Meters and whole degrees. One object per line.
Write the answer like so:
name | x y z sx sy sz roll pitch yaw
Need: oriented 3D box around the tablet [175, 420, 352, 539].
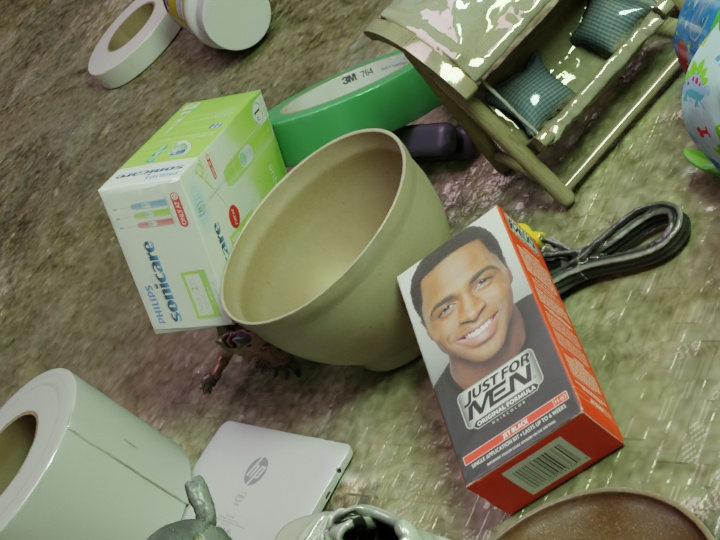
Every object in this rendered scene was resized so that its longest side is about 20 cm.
tablet | -0.096 0.192 1.133 0.200 0.014 0.130 2 55 52

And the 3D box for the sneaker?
sneaker | -0.005 0.196 0.946 0.200 0.081 0.075 -6 51 51

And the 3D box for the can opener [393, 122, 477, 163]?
can opener | 0.033 -0.105 1.299 0.200 0.053 0.067 3 89 53

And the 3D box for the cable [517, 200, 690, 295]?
cable | 0.150 -0.007 1.013 0.200 0.050 0.097 -14 44 46

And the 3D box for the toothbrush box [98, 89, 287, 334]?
toothbrush box | -0.138 -0.057 1.213 0.086 0.146 0.200 -7 26 23

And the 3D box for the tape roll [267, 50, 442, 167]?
tape roll | -0.003 -0.166 1.322 0.200 0.048 0.200 -21 16 6

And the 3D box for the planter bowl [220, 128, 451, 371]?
planter bowl | 0.000 0.000 1.115 0.200 0.135 0.200 -32 34 25

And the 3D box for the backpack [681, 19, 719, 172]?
backpack | 0.310 -0.119 0.810 0.200 0.183 0.147 -48 28 9

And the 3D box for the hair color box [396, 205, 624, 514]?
hair color box | 0.102 0.060 0.949 0.101 0.061 0.200 -37 43 19

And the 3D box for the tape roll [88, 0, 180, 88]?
tape roll | -0.352 -0.377 2.114 0.203 0.037 0.203 -33 33 25

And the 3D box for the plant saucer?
plant saucer | 0.128 0.219 0.775 0.200 0.037 0.201 -29 30 19

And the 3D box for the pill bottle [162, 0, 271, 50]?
pill bottle | -0.197 -0.368 1.826 0.114 0.114 0.200 -47 30 1

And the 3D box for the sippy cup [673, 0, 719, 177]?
sippy cup | 0.291 -0.162 0.949 0.178 0.140 0.130 -32 20 3

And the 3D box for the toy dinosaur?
toy dinosaur | -0.085 0.040 1.239 0.135 0.086 0.200 -10 30 33

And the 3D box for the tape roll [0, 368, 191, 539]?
tape roll | -0.270 0.208 1.200 0.203 0.139 0.203 -38 29 25

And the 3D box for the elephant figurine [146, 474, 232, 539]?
elephant figurine | -0.166 0.288 1.011 0.200 0.142 0.155 -45 -3 37

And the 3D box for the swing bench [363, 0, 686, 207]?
swing bench | 0.148 -0.199 1.094 0.199 0.200 0.130 -49 30 -2
